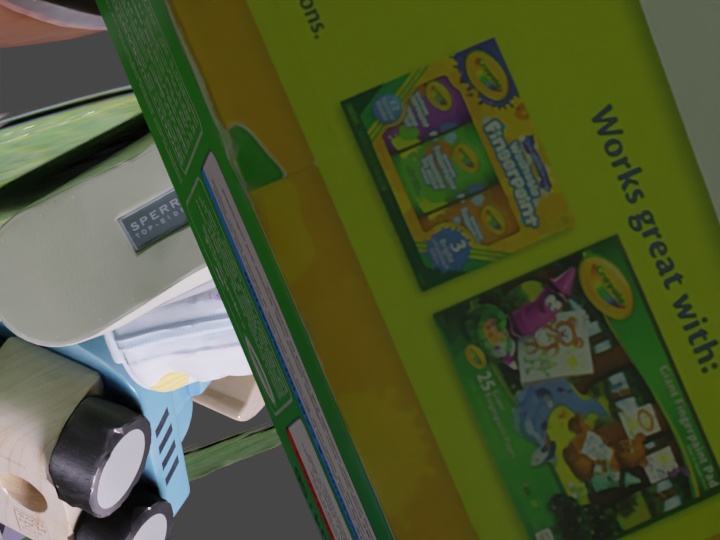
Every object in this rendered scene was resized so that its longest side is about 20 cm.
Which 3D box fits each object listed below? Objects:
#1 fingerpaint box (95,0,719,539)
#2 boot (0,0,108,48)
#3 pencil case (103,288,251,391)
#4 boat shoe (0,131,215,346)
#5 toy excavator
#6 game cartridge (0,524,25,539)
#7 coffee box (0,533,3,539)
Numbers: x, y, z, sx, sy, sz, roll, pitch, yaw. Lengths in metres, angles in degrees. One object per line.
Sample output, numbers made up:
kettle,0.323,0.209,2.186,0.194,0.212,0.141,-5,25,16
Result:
fingerpaint box,0.045,-0.055,0.448,0.166,0.201,0.073,-23,175,-10
boot,-0.155,-0.033,0.512,0.199,0.065,0.186,-31,159,28
pencil case,0.000,0.000,1.073,0.199,0.083,0.091,-4,-136,28
boat shoe,-0.040,-0.035,1.015,0.200,0.070,0.072,-23,-172,17
toy excavator,-0.097,0.051,1.306,0.200,0.099,0.195,-54,156,-29
game cartridge,-0.203,0.104,1.313,0.200,0.038,0.130,-28,141,-52
coffee box,-0.238,0.152,1.040,0.198,0.199,0.200,-14,165,-22
